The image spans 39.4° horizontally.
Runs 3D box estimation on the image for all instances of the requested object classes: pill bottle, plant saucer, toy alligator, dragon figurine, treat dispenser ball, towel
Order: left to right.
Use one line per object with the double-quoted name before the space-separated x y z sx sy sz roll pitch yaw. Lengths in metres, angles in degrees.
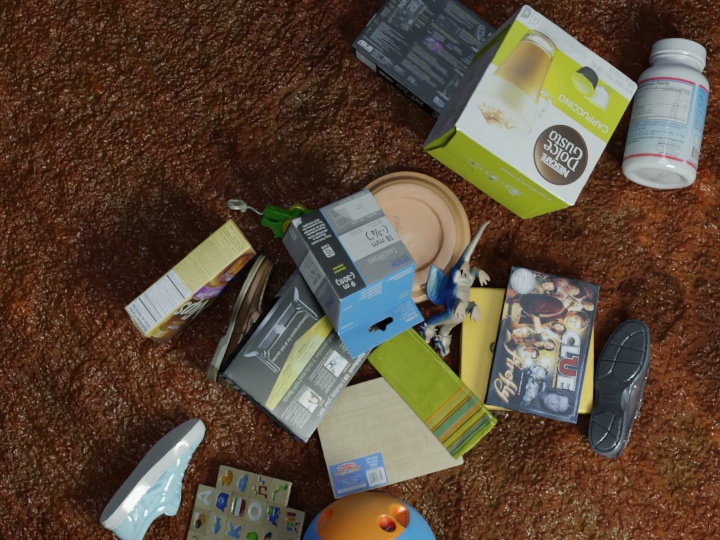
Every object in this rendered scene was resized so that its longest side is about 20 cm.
"toy alligator" -0.107 -0.066 1.522 0.196 0.060 0.055 10 121 4
"treat dispenser ball" 0.011 0.403 1.358 0.196 0.201 0.206 0 80 2
"plant saucer" 0.068 -0.051 1.520 0.196 0.032 0.205 0 80 2
"towel" 0.101 0.173 1.457 0.086 0.018 0.200 -45 81 16
"dragon figurine" 0.134 0.024 1.466 0.058 0.099 0.205 11 84 -33
"pill bottle" 0.457 -0.233 1.494 0.106 0.109 0.204 12 80 5

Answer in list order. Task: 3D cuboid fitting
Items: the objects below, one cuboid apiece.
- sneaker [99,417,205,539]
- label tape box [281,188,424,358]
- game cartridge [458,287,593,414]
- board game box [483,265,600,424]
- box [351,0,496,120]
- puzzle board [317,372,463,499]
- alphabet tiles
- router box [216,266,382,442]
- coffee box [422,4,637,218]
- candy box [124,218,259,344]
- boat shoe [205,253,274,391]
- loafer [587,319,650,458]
"sneaker" -0.285 0.309 1.466 0.200 0.074 0.082 -48 111 -10
"label tape box" 0.000 0.000 1.427 0.143 0.063 0.202 -25 75 -32
"game cartridge" 0.244 0.118 1.486 0.195 0.032 0.180 3 80 1
"board game box" 0.262 0.107 1.454 0.133 0.035 0.204 11 81 3
"box" 0.109 -0.345 1.562 0.199 0.044 0.161 37 84 8
"puzzle board" 0.037 0.235 1.480 0.196 0.017 0.154 -16 81 0
"alphabet tiles" -0.166 0.371 1.422 0.197 0.006 0.170 5 80 34
"router box" -0.085 0.118 1.449 0.157 0.052 0.201 41 74 -11
"coffee box" 0.234 -0.215 1.434 0.198 0.200 0.200 32 83 -8
"candy box" -0.242 0.020 1.479 0.199 0.117 0.057 -39 80 -4
"boat shoe" -0.161 0.080 1.494 0.067 0.072 0.204 21 91 1
"loafer" 0.378 0.174 1.462 0.071 0.063 0.204 9 74 35
